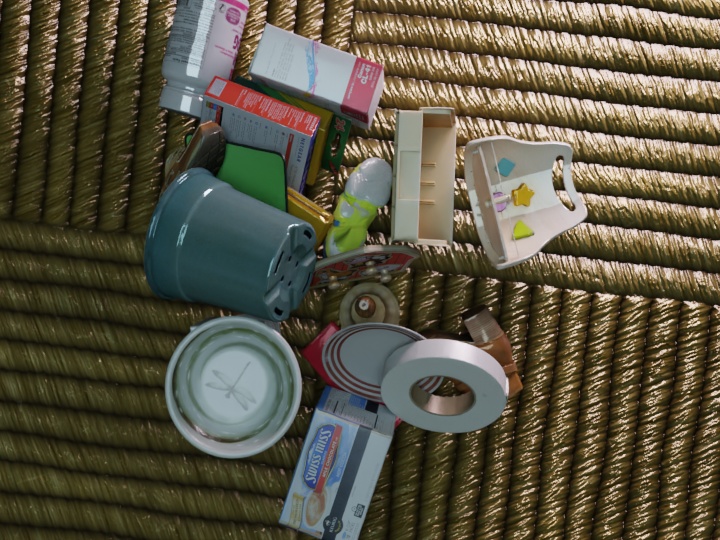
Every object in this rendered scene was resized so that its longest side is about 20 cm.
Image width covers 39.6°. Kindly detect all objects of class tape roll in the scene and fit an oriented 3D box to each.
[{"bbox_3d":[0.130,0.182,1.556,0.198,0.205,0.038,8,48,2],"label":"tape roll"}]

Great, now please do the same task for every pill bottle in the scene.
[{"bbox_3d":[-0.254,-0.348,1.600,0.111,0.113,0.204,15,93,2],"label":"pill bottle"}]

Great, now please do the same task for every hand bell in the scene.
[{"bbox_3d":[0.012,0.061,1.554,0.102,0.200,0.107,0,84,2],"label":"hand bell"}]

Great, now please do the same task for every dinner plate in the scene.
[{"bbox_3d":[0.036,0.142,1.576,0.196,0.202,0.025,10,49,2],"label":"dinner plate"}]

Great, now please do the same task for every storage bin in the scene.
[{"bbox_3d":[0.099,-0.141,1.551,0.091,0.198,0.205,3,92,6],"label":"storage bin"}]

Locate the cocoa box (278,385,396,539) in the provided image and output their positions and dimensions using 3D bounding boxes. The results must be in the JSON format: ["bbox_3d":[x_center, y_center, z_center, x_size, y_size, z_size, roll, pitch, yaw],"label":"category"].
[{"bbox_3d":[-0.035,0.311,1.594,0.129,0.133,0.204,19,101,2],"label":"cocoa box"}]

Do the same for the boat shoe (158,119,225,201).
[{"bbox_3d":[-0.269,-0.151,1.533,0.074,0.075,0.202,43,131,17],"label":"boat shoe"}]

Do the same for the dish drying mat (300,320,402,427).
[{"bbox_3d":[-0.007,0.183,1.657,0.077,0.018,0.200,-42,89,4],"label":"dish drying mat"}]

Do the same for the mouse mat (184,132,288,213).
[{"bbox_3d":[-0.191,-0.121,1.544,0.197,0.008,0.164,16,121,29],"label":"mouse mat"}]

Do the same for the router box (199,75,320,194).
[{"bbox_3d":[-0.167,-0.185,1.571,0.176,0.202,0.049,22,49,1],"label":"router box"}]

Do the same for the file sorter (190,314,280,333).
[{"bbox_3d":[-0.184,0.140,1.575,0.122,0.200,0.142,-10,92,-2],"label":"file sorter"}]

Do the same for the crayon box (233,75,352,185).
[{"bbox_3d":[-0.121,-0.216,1.595,0.196,0.128,0.051,20,49,2],"label":"crayon box"}]

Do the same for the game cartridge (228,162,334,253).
[{"bbox_3d":[-0.154,-0.055,1.595,0.174,0.033,0.202,32,126,2],"label":"game cartridge"}]

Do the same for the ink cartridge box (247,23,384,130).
[{"bbox_3d":[-0.065,-0.303,1.577,0.196,0.148,0.087,22,90,1],"label":"ink cartridge box"}]

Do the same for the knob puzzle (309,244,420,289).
[{"bbox_3d":[0.000,0.000,1.545,0.215,0.220,0.031,-12,78,3],"label":"knob puzzle"}]

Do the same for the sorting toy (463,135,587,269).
[{"bbox_3d":[0.269,-0.122,1.600,0.176,0.107,0.204,-14,91,-5],"label":"sorting toy"}]

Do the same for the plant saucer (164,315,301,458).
[{"bbox_3d":[-0.183,0.166,1.451,0.195,0.050,0.205,0,92,-4],"label":"plant saucer"}]

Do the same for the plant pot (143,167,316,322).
[{"bbox_3d":[-0.178,-0.026,1.459,0.193,0.200,0.204,18,93,20],"label":"plant pot"}]

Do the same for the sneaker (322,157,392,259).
[{"bbox_3d":[-0.015,-0.089,1.624,0.075,0.105,0.202,32,62,-7],"label":"sneaker"}]

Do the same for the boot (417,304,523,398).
[{"bbox_3d":[0.156,0.163,1.630,0.197,0.077,0.157,-26,101,5],"label":"boot"}]
